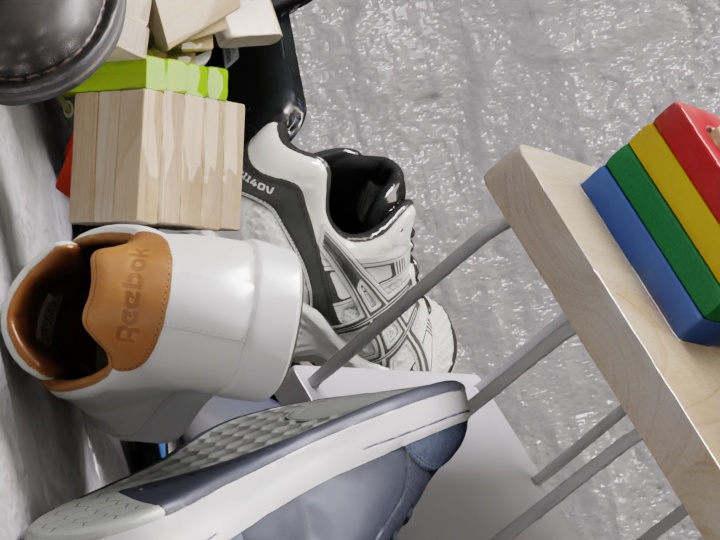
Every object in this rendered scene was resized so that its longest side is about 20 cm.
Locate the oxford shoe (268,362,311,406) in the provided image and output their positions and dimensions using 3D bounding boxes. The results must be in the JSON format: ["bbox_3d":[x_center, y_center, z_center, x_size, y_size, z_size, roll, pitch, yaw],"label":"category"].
[{"bbox_3d":[-0.005,0.053,1.325,0.200,0.071,0.071,47,-24,-14],"label":"oxford shoe"}]

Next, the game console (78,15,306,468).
[{"bbox_3d":[-0.065,-0.020,1.199,0.116,0.176,0.200,44,14,-23],"label":"game console"}]

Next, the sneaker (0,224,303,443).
[{"bbox_3d":[-0.086,0.014,0.929,0.200,0.084,0.073,153,-55,-69],"label":"sneaker"}]

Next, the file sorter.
[{"bbox_3d":[0.092,0.089,1.003,0.139,0.124,0.201,7,47,-58],"label":"file sorter"}]

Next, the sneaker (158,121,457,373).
[{"bbox_3d":[0.000,0.000,1.083,0.076,0.088,0.200,42,9,28],"label":"sneaker"}]

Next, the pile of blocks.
[{"bbox_3d":[-0.094,-0.104,0.947,0.082,0.062,0.201,-33,116,-50],"label":"pile of blocks"}]

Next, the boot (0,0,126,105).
[{"bbox_3d":[-0.138,-0.163,0.794,0.174,0.069,0.201,68,-1,-63],"label":"boot"}]

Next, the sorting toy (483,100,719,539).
[{"bbox_3d":[0.163,0.036,0.964,0.200,0.070,0.199,14,41,-56],"label":"sorting toy"}]

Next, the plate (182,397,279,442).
[{"bbox_3d":[-0.010,0.143,1.361,0.199,0.032,0.200,25,-28,28],"label":"plate"}]

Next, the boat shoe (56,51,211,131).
[{"bbox_3d":[-0.118,-0.128,1.193,0.072,0.060,0.202,22,28,-30],"label":"boat shoe"}]

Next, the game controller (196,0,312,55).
[{"bbox_3d":[-0.081,-0.137,1.116,0.105,0.042,0.200,54,31,1],"label":"game controller"}]

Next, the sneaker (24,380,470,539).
[{"bbox_3d":[-0.020,0.123,0.896,0.202,0.077,0.147,-24,100,-49],"label":"sneaker"}]

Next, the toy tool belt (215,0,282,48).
[{"bbox_3d":[-0.096,-0.168,0.995,0.125,0.199,0.124,-6,-114,52],"label":"toy tool belt"}]
